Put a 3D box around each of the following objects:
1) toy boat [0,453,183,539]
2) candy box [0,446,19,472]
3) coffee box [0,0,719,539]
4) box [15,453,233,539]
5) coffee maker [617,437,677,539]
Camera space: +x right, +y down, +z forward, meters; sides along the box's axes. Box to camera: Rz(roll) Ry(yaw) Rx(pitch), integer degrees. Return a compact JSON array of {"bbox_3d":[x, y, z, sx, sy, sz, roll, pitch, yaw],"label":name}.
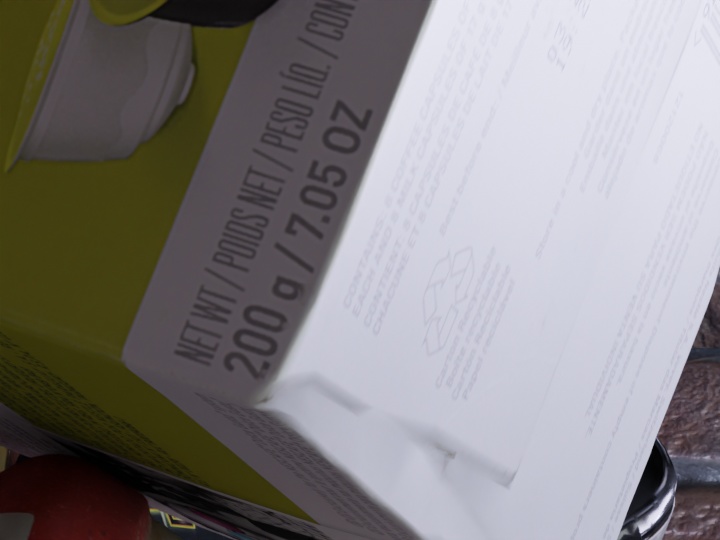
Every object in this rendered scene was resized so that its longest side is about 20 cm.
[{"bbox_3d":[-0.118,0.109,0.516,0.200,0.130,0.131,-43,-160,29],"label":"toy boat"},{"bbox_3d":[-0.114,0.006,0.804,0.117,0.056,0.201,79,13,-65],"label":"candy box"},{"bbox_3d":[-0.033,-0.064,0.515,0.201,0.197,0.200,-67,156,-11],"label":"coffee box"},{"bbox_3d":[-0.064,0.142,0.685,0.200,0.046,0.160,121,-44,-53],"label":"box"},{"bbox_3d":[-0.014,0.108,0.747,0.135,0.191,0.201,-44,148,-56],"label":"coffee maker"}]
